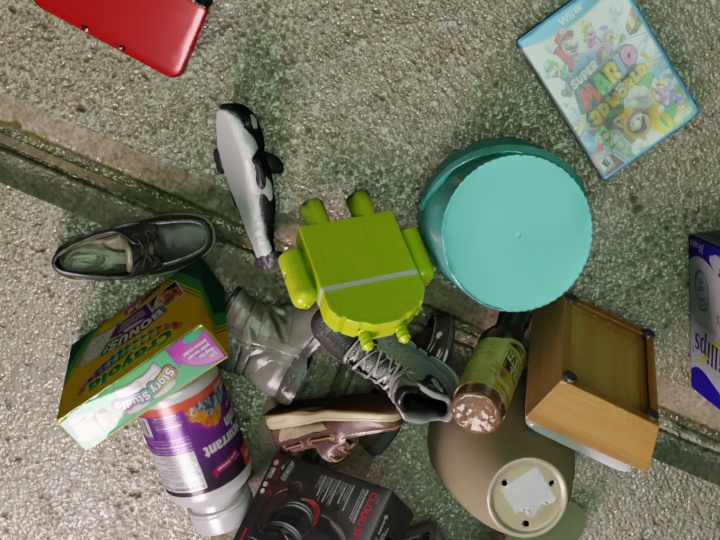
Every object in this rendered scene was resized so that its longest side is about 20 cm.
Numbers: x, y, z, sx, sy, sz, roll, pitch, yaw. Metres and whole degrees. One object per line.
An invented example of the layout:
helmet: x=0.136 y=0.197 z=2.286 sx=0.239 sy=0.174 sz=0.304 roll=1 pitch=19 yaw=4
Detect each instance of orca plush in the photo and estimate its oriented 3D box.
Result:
orca plush: x=-0.110 y=-0.105 z=1.329 sx=0.070 sy=0.105 sz=0.203 roll=-25 pitch=99 yaw=-29

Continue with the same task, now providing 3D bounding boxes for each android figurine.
android figurine: x=0.000 y=0.000 z=1.302 sx=0.179 sy=0.041 sz=0.202 roll=-12 pitch=61 yaw=-21

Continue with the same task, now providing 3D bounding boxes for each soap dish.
soap dish: x=0.274 y=0.124 z=1.319 sx=0.155 sy=0.201 sz=0.082 roll=25 pitch=126 yaw=-6

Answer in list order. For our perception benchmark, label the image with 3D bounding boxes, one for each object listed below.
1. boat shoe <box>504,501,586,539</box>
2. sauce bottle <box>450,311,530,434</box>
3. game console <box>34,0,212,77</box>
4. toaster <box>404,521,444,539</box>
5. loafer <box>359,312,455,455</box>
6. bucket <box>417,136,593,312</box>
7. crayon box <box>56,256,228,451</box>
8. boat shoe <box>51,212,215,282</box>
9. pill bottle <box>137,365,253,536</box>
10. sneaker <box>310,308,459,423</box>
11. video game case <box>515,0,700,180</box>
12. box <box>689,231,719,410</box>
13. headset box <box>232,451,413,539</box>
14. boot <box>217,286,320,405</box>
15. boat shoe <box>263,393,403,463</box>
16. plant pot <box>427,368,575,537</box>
boat shoe: x=0.207 y=0.360 z=1.397 sx=0.073 sy=0.201 sz=0.064 roll=33 pitch=141 yaw=27
sauce bottle: x=0.159 y=0.106 z=1.314 sx=0.065 sy=0.201 sz=0.067 roll=11 pitch=127 yaw=16
game console: x=-0.254 y=-0.358 z=1.302 sx=0.198 sy=0.119 sz=0.175 roll=27 pitch=67 yaw=-7
toaster: x=0.043 y=0.415 z=1.377 sx=0.178 sy=0.200 sz=0.120 roll=-23 pitch=98 yaw=10
loafer: x=0.046 y=0.131 z=1.374 sx=0.070 sy=0.073 sz=0.202 roll=32 pitch=98 yaw=-9
bucket: x=0.171 y=-0.054 z=1.314 sx=0.203 sy=0.135 sz=0.212 roll=-1 pitch=101 yaw=-4
crayon box: x=-0.249 y=0.092 z=1.297 sx=0.198 sy=0.173 sz=0.059 roll=-34 pitch=114 yaw=7
boat shoe: x=-0.270 y=-0.020 z=1.339 sx=0.196 sy=0.065 sz=0.075 roll=-14 pitch=99 yaw=0
pill bottle: x=-0.195 y=0.212 z=1.356 sx=0.109 sy=0.112 sz=0.203 roll=-17 pitch=110 yaw=1
sneaker: x=0.030 y=0.108 z=1.277 sx=0.198 sy=0.116 sz=0.076 roll=29 pitch=104 yaw=-4
video game case: x=0.296 y=-0.232 z=1.346 sx=0.142 sy=0.018 sz=0.201 roll=-34 pitch=100 yaw=5
box: x=0.466 y=0.065 z=1.323 sx=0.103 sy=0.184 sz=0.204 roll=-5 pitch=100 yaw=-2
headset box: x=-0.041 y=0.317 z=1.323 sx=0.150 sy=0.197 sz=0.075 roll=-62 pitch=142 yaw=-21
boot: x=-0.100 y=0.054 z=1.362 sx=0.129 sy=0.068 sz=0.202 roll=29 pitch=97 yaw=-2
boat shoe: x=-0.028 y=0.194 z=1.350 sx=0.197 sy=0.072 sz=0.073 roll=-9 pitch=97 yaw=32
plant pot: x=0.180 y=0.230 z=1.334 sx=0.183 sy=0.200 sz=0.191 roll=0 pitch=100 yaw=-2
